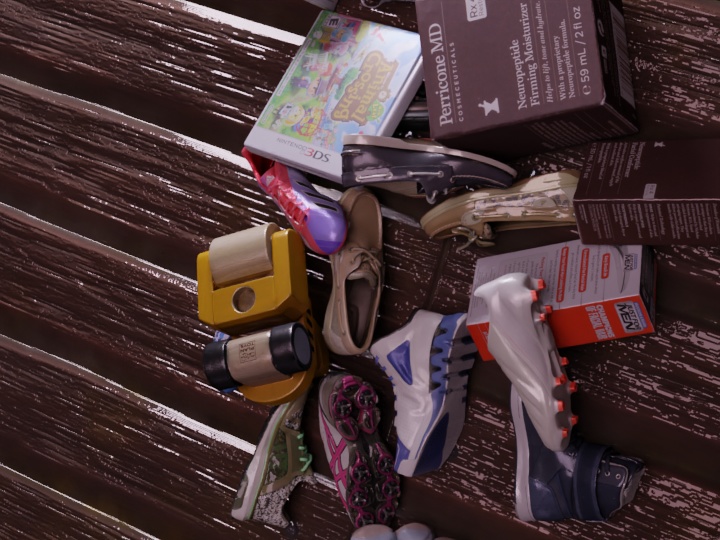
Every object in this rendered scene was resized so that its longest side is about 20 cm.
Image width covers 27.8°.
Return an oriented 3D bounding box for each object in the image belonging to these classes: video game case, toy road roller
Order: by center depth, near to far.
[{"bbox_3d":[-0.023,-0.206,1.717,0.181,0.022,0.201,21,75,36],"label":"video game case"},{"bbox_3d":[-0.107,0.059,1.718,0.122,0.146,0.202,-14,68,20],"label":"toy road roller"}]

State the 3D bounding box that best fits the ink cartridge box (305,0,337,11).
[{"bbox_3d":[-0.066,-0.440,1.770,0.147,0.085,0.202,28,101,22],"label":"ink cartridge box"}]

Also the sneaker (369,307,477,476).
[{"bbox_3d":[0.065,0.131,1.710,0.114,0.080,0.202,21,101,35],"label":"sneaker"}]

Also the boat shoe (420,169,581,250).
[{"bbox_3d":[0.164,-0.063,1.666,0.198,0.073,0.063,-15,80,22],"label":"boat shoe"}]

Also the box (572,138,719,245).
[{"bbox_3d":[0.337,-0.084,1.568,0.198,0.075,0.101,1,46,22],"label":"box"}]

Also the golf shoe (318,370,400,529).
[{"bbox_3d":[-0.005,0.217,1.745,0.092,0.072,0.202,-172,70,-67],"label":"golf shoe"}]

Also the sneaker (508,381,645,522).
[{"bbox_3d":[0.243,0.181,1.618,0.145,0.077,0.205,-2,95,32],"label":"sneaker"}]

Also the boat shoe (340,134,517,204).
[{"bbox_3d":[0.074,-0.105,1.620,0.198,0.073,0.063,10,85,-2],"label":"boat shoe"}]

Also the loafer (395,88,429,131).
[{"bbox_3d":[0.023,-0.200,1.736,0.198,0.072,0.064,-3,82,25],"label":"loafer"}]

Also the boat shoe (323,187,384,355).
[{"bbox_3d":[0.000,0.000,1.721,0.065,0.071,0.202,-6,75,64],"label":"boat shoe"}]

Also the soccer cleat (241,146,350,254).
[{"bbox_3d":[-0.080,-0.087,1.734,0.067,0.076,0.200,-54,42,18],"label":"soccer cleat"}]

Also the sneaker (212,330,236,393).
[{"bbox_3d":[-0.128,0.062,1.796,0.078,0.066,0.202,19,96,19],"label":"sneaker"}]

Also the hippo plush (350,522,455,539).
[{"bbox_3d":[0.056,0.403,1.688,0.199,0.159,0.162,32,130,32],"label":"hippo plush"}]

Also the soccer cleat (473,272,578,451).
[{"bbox_3d":[0.179,0.099,1.559,0.077,0.069,0.202,-10,103,28],"label":"soccer cleat"}]

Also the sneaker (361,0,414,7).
[{"bbox_3d":[0.039,-0.411,1.728,0.114,0.075,0.202,-8,89,20],"label":"sneaker"}]

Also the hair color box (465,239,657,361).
[{"bbox_3d":[0.224,0.027,1.614,0.198,0.112,0.064,-12,129,24],"label":"hair color box"}]

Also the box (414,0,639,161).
[{"bbox_3d":[0.187,-0.226,1.606,0.198,0.164,0.168,-10,81,22],"label":"box"}]

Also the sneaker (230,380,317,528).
[{"bbox_3d":[-0.087,0.227,1.784,0.088,0.077,0.202,23,99,-4],"label":"sneaker"}]

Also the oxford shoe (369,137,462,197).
[{"bbox_3d":[0.037,-0.125,1.723,0.198,0.074,0.072,3,90,24],"label":"oxford shoe"}]
